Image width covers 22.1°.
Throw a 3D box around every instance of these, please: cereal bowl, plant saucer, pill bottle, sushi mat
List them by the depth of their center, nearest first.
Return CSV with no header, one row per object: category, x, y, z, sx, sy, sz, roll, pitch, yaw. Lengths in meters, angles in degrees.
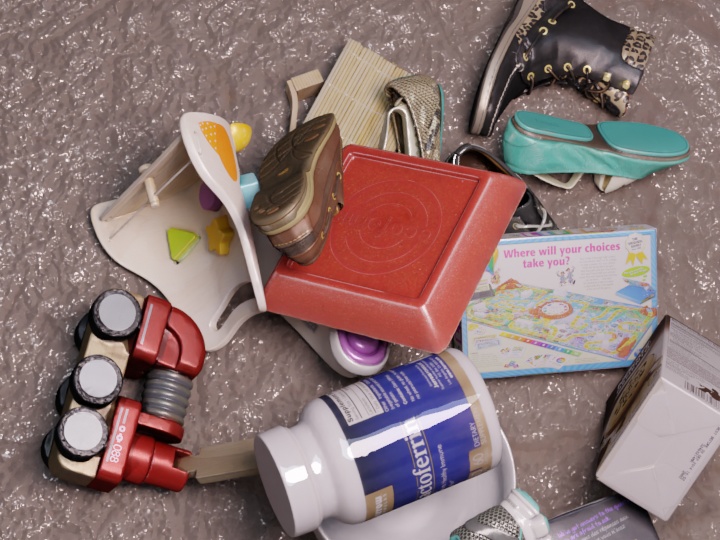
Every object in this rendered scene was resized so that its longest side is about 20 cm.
pill bottle,0.014,0.153,1.611,0.199,0.116,0.116,-20,74,-14
plant saucer,0.025,-0.033,1.692,0.198,0.037,0.201,13,60,28
cereal bowl,0.039,0.199,1.704,0.198,0.083,0.202,3,70,-8
sushi mat,-0.012,-0.131,1.822,0.095,0.012,0.201,28,68,0

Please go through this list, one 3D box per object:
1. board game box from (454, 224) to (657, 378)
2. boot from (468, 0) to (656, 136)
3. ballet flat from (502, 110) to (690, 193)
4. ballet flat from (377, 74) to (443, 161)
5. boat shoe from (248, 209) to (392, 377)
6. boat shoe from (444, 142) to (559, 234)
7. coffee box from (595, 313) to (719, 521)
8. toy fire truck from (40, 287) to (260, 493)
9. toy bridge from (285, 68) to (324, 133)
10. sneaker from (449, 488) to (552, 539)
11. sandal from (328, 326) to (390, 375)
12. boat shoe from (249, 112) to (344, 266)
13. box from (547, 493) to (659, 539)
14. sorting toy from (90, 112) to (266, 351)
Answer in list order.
board game box,0.189,0.030,1.783,0.198,0.034,0.136,-4,99,-11
boot,0.206,-0.199,1.882,0.150,0.073,0.201,26,63,2
ballet flat,0.232,-0.115,1.854,0.198,0.071,0.068,6,36,-17
ballet flat,0.051,-0.091,1.802,0.075,0.068,0.202,-5,87,-28
boat shoe,-0.044,0.009,1.771,0.200,0.072,0.068,46,53,13
boat shoe,0.157,-0.042,1.819,0.072,0.068,0.200,-40,85,-20
coffee box,0.281,0.130,1.692,0.079,0.200,0.114,31,108,2
toy fire truck,-0.172,0.123,1.688,0.199,0.129,0.177,19,67,-14
toy bridge,-0.034,-0.100,1.830,0.067,0.027,0.201,-19,74,-15
sneaker,0.124,0.293,1.639,0.091,0.078,0.202,-18,112,-18
sandal,0.007,0.001,1.734,0.082,0.050,0.204,7,60,-24
boat shoe,-0.050,-0.075,1.685,0.068,0.072,0.201,57,25,-25
box,0.229,0.317,1.670,0.105,0.122,0.201,-17,73,-14
sorting toy,-0.144,-0.026,1.722,0.106,0.200,0.181,-9,73,-38
